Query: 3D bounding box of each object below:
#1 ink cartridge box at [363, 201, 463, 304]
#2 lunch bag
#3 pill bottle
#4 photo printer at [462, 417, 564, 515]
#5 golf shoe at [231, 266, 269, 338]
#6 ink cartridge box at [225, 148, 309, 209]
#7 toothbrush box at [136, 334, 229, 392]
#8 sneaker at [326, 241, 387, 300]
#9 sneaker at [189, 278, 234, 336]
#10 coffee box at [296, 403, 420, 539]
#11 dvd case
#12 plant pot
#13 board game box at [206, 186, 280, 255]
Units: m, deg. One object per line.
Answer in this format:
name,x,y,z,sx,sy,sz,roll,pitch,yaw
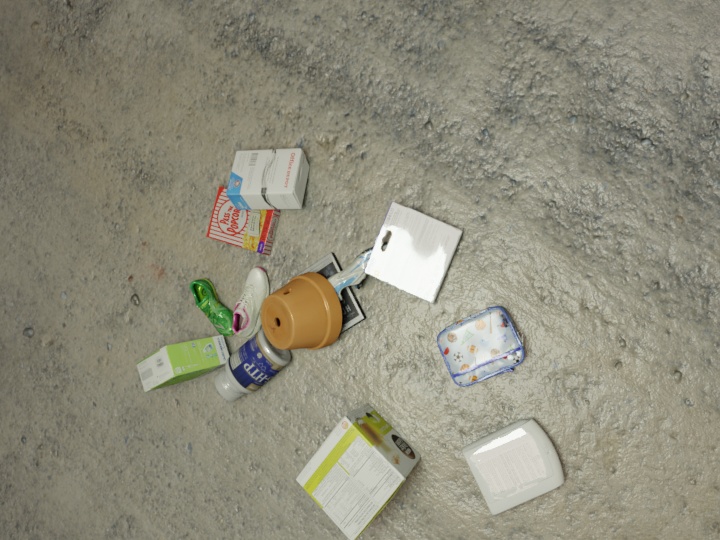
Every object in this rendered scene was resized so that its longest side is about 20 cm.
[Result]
ink cartridge box,0.134,-0.046,1.392,0.197,0.043,0.200,24,95,9
lunch bag,0.295,0.184,1.319,0.197,0.075,0.163,-26,81,17
pill bottle,-0.297,0.261,1.494,0.199,0.119,0.121,-40,75,13
photo printer,0.360,0.452,1.279,0.198,0.069,0.169,-31,77,14
golf shoe,-0.307,0.089,1.526,0.074,0.091,0.205,8,87,20
ink cartridge box,-0.250,-0.249,1.502,0.195,0.085,0.148,1,64,14
toothbrush box,-0.481,0.252,1.501,0.144,0.198,0.088,-28,77,32
sneaker,0.000,0.000,1.430,0.199,0.072,0.073,-39,90,-1
sneaker,-0.429,0.110,1.569,0.074,0.083,0.201,-43,75,11
coffee box,0.002,0.480,1.333,0.197,0.199,0.201,40,98,16
dvd case,-0.091,0.077,1.486,0.149,0.025,0.203,-31,76,15
plant pot,-0.162,0.116,1.406,0.197,0.139,0.205,12,108,41
board game box,-0.334,-0.143,1.574,0.196,0.046,0.155,15,91,19
